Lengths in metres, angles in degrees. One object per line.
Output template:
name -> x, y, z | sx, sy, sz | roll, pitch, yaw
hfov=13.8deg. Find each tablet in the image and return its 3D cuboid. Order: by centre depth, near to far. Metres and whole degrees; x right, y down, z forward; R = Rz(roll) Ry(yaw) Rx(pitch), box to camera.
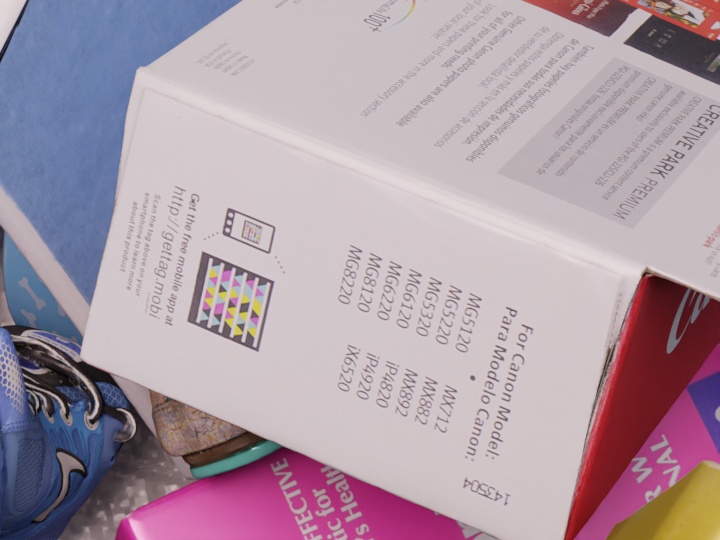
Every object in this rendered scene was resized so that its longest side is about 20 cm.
tablet -> -0.052, -0.040, 0.816 | 0.014, 0.200, 0.131 | 13, 65, 24

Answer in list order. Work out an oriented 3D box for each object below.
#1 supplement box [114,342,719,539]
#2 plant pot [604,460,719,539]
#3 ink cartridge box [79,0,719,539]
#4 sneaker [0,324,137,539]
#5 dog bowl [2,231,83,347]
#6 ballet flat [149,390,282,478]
supplement box -> 0.034, 0.086, 0.872 | 0.199, 0.103, 0.102 | -24, 80, -13
plant pot -> 0.085, 0.177, 0.605 | 0.200, 0.200, 0.177 | 39, 84, 5
ink cartridge box -> 0.054, -0.016, 0.761 | 0.175, 0.084, 0.200 | 22, 29, 15
sneaker -> -0.111, 0.042, 0.814 | 0.078, 0.200, 0.089 | 35, 69, 5
dog bowl -> -0.050, -0.056, 0.904 | 0.049, 0.112, 0.201 | 16, 71, 18
ballet flat -> 0.000, 0.000, 0.860 | 0.068, 0.200, 0.068 | -24, 91, 29
